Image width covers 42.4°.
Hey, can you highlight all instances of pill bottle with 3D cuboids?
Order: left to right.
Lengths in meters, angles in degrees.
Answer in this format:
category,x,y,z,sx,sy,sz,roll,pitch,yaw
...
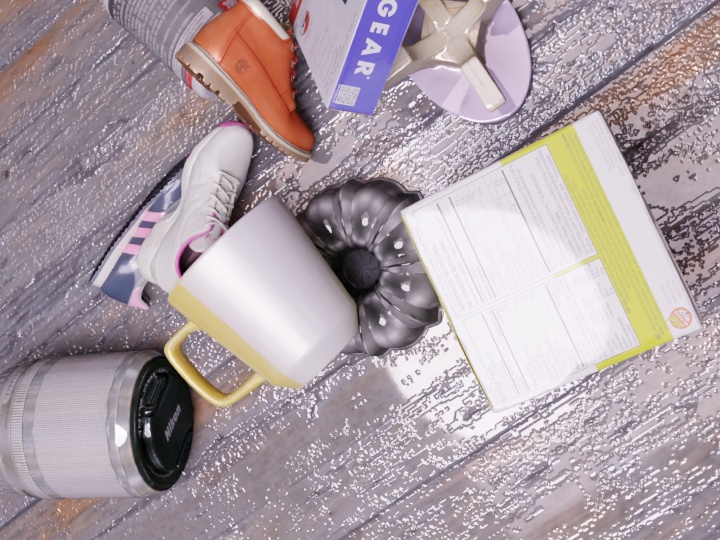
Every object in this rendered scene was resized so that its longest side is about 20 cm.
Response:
category,x,y,z,sx,sy,sz,roll,pitch,yaw
pill bottle,-0.203,-0.290,1.001,0.200,0.114,0.114,42,104,8

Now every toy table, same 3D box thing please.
category,x,y,z,sx,sy,sz,roll,pitch,yaw
toy table,0.088,-0.238,0.925,0.200,0.117,0.184,45,104,7

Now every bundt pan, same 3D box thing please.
category,x,y,z,sx,sy,sz,roll,pitch,yaw
bundt pan,0.000,0.000,0.991,0.200,0.076,0.204,1,95,14

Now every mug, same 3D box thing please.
category,x,y,z,sx,sy,sz,roll,pitch,yaw
mug,-0.091,0.041,0.923,0.153,0.149,0.187,45,139,0

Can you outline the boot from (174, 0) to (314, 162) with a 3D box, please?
category,x,y,z,sx,sy,sz,roll,pitch,yaw
boot,-0.089,-0.193,0.955,0.107,0.200,0.075,-50,50,-4

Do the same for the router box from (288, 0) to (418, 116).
category,x,y,z,sx,sy,sz,roll,pitch,yaw
router box,0.000,-0.278,0.859,0.048,0.180,0.201,5,129,-24

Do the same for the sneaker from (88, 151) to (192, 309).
category,x,y,z,sx,sy,sz,roll,pitch,yaw
sneaker,-0.222,-0.045,1.062,0.082,0.070,0.200,37,101,-17

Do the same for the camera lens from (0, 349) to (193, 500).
category,x,y,z,sx,sy,sz,roll,pitch,yaw
camera lens,-0.299,0.174,1.042,0.198,0.160,0.162,-5,94,15

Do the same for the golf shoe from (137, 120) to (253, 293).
category,x,y,z,sx,sy,sz,roll,pitch,yaw
golf shoe,-0.160,-0.062,0.998,0.091,0.075,0.201,33,98,44

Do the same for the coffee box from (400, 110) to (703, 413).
category,x,y,z,sx,sy,sz,roll,pitch,yaw
coffee box,0.180,-0.013,0.876,0.196,0.200,0.201,-26,88,16
